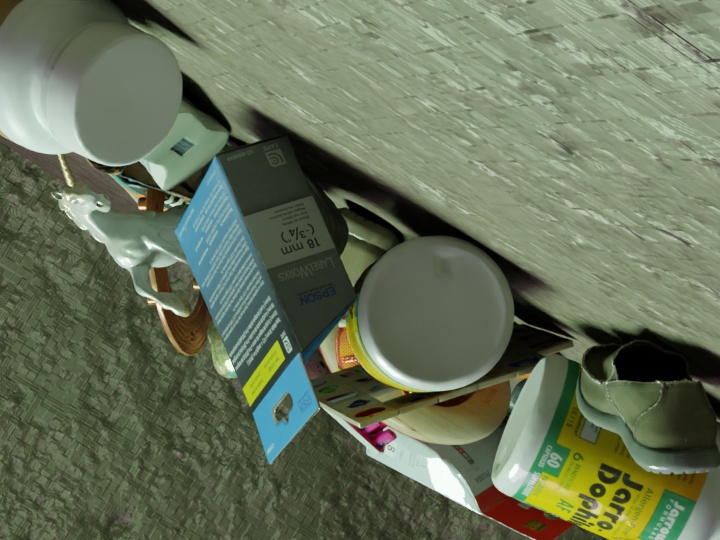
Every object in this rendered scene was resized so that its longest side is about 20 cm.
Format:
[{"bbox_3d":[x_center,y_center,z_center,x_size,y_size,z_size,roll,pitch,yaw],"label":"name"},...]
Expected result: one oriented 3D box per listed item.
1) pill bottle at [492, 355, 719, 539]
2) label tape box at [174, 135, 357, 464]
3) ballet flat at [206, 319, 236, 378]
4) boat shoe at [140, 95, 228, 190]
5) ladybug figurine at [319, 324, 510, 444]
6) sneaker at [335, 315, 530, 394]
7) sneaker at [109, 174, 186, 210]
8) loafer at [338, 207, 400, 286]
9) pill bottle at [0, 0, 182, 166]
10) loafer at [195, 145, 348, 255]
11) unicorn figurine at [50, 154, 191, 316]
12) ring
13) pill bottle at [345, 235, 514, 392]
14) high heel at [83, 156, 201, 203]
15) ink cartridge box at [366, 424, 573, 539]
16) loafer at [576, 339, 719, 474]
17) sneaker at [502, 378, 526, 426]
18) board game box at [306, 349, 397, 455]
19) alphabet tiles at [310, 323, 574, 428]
[{"bbox_3d":[0.209,0.150,1.563,0.200,0.113,0.113,23,175,-2],"label":"pill bottle"},{"bbox_3d":[-0.060,0.023,1.540,0.200,0.063,0.144,66,156,13],"label":"label tape box"},{"bbox_3d":[-0.112,0.027,1.930,0.071,0.071,0.200,34,-152,-25],"label":"ballet flat"},{"bbox_3d":[-0.155,-0.117,1.625,0.072,0.070,0.201,51,180,10],"label":"boat shoe"},{"bbox_3d":[0.039,0.080,1.862,0.200,0.136,0.072,38,150,-5],"label":"ladybug figurine"},{"bbox_3d":[0.072,0.080,1.804,0.200,0.077,0.073,6,180,-14],"label":"sneaker"},{"bbox_3d":[-0.188,-0.087,1.986,0.200,0.071,0.080,35,178,-25],"label":"sneaker"},{"bbox_3d":[0.000,0.000,1.744,0.076,0.068,0.200,30,174,17],"label":"loafer"},{"bbox_3d":[-0.215,-0.141,1.405,0.200,0.114,0.114,27,173,41],"label":"pill bottle"},{"bbox_3d":[-0.060,-0.049,1.672,0.070,0.070,0.200,29,-175,-36],"label":"loafer"},{"bbox_3d":[-0.162,-0.026,1.695,0.137,0.074,0.200,37,-167,25],"label":"unicorn figurine"},{"bbox_3d":[-0.166,-0.022,1.899,0.019,0.201,0.200,-4,166,12],"label":"ring"},{"bbox_3d":[0.047,0.035,1.566,0.113,0.113,0.200,32,175,-2],"label":"pill bottle"},{"bbox_3d":[-0.151,-0.085,1.745,0.142,0.071,0.200,37,-170,3],"label":"high heel"},{"bbox_3d":[0.129,0.173,1.976,0.200,0.050,0.162,23,-155,26],"label":"ink cartridge box"},{"bbox_3d":[0.199,0.079,1.427,0.075,0.070,0.200,-2,-167,-12],"label":"loafer"},{"bbox_3d":[0.188,0.141,1.929,0.114,0.076,0.200,28,177,7],"label":"sneaker"},{"bbox_3d":[-0.039,0.046,1.928,0.200,0.026,0.200,44,-157,-26],"label":"board game box"},{"bbox_3d":[0.062,0.080,1.677,0.167,0.200,0.008,-162,57,-70],"label":"alphabet tiles"}]
